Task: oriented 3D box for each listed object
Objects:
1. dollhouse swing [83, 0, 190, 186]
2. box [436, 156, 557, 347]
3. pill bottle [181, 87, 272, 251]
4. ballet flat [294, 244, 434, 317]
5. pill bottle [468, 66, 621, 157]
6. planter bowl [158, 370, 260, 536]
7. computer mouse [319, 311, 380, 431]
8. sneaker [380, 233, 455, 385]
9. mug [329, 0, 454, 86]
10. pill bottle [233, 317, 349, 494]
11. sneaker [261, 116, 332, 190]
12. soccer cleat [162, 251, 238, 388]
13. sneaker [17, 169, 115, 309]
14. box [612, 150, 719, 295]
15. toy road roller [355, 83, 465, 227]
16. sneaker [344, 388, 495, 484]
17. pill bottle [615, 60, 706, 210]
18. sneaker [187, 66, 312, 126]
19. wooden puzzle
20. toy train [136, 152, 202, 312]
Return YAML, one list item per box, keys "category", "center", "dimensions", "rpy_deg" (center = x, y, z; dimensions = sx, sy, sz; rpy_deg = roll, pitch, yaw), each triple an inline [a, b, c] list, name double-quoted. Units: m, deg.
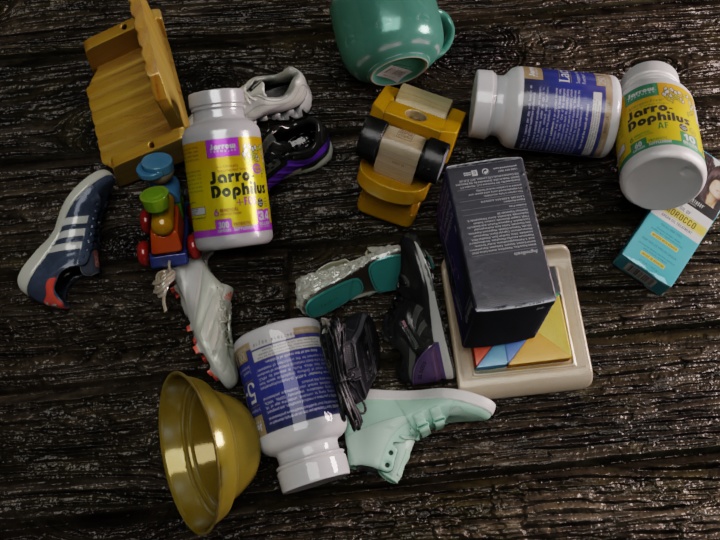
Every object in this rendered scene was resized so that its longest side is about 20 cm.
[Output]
- category: "dollhouse swing"
  center: [-0.322, -0.252, 1.228]
  dimensions: [0.180, 0.176, 0.202]
  rpy_deg: [-20, 75, 12]
- category: "box"
  center: [0.170, -0.020, 1.178]
  dimensions: [0.103, 0.148, 0.202]
  rpy_deg: [-8, 67, -4]
- category: "pill bottle"
  center: [-0.176, -0.130, 1.187]
  dimensions: [0.103, 0.104, 0.202]
  rpy_deg: [-8, 94, -3]
- category: "ballet flat"
  center: [0.000, 0.000, 1.245]
  dimensions: [0.198, 0.072, 0.072]
  rpy_deg: [-19, 75, -8]
- category: "pill bottle"
  center: [0.255, -0.225, 1.282]
  dimensions: [0.198, 0.116, 0.117]
  rpy_deg: [6, 74, 0]
- category: "planter bowl"
  center: [-0.179, 0.218, 1.136]
  dimensions: [0.083, 0.200, 0.202]
  rpy_deg: [-8, 72, -31]
- category: "computer mouse"
  center: [-0.018, 0.109, 1.153]
  dimensions: [0.052, 0.200, 0.140]
  rpy_deg: [-10, 99, 13]
- category: "sneaker"
  center: [0.063, 0.055, 1.196]
  dimensions: [0.087, 0.076, 0.202]
  rpy_deg: [-13, 98, 3]
- category: "mug"
  center: [0.057, -0.336, 1.292]
  dimensions: [0.183, 0.152, 0.116]
  rpy_deg: [-12, 78, -5]
- category: "pill bottle"
  center: [-0.083, 0.173, 1.162]
  dimensions: [0.118, 0.120, 0.202]
  rpy_deg: [-16, 74, -5]
- category: "sneaker"
  center: [-0.131, -0.155, 1.264]
  dimensions: [0.199, 0.100, 0.070]
  rpy_deg: [-33, 75, -10]
- category: "soccer cleat"
  center: [-0.198, 0.059, 1.221]
  dimensions: [0.077, 0.069, 0.201]
  rpy_deg: [-24, 73, -5]
- category: "sneaker"
  center: [-0.377, -0.038, 1.245]
  dimensions: [0.084, 0.075, 0.201]
  rpy_deg: [30, 86, 9]
- category: "box"
  center: [0.444, -0.070, 1.275]
  dimensions: [0.082, 0.049, 0.201]
  rpy_deg: [35, 77, 8]
- category: "toy road roller"
  center: [0.059, -0.156, 1.274]
  dimensions: [0.122, 0.147, 0.201]
  rpy_deg: [20, 38, 5]
- category: "sneaker"
  center: [0.076, 0.216, 1.175]
  dimensions: [0.198, 0.074, 0.119]
  rpy_deg: [-2, 67, 9]
- category: "pill bottle"
  center: [0.407, -0.192, 1.256]
  dimensions: [0.111, 0.113, 0.201]
  rpy_deg: [7, 52, 1]
- category: "sneaker"
  center: [-0.166, -0.235, 1.299]
  dimensions: [0.198, 0.081, 0.076]
  rpy_deg: [-25, 78, -6]
- category: "wooden puzzle"
  center: [0.212, 0.068, 1.239]
  dimensions: [0.183, 0.037, 0.202]
  rpy_deg: [-6, 75, -3]
- category: "toy train"
  center: [-0.258, -0.056, 1.188]
  dimensions: [0.084, 0.117, 0.201]
  rpy_deg: [-8, 41, -3]
